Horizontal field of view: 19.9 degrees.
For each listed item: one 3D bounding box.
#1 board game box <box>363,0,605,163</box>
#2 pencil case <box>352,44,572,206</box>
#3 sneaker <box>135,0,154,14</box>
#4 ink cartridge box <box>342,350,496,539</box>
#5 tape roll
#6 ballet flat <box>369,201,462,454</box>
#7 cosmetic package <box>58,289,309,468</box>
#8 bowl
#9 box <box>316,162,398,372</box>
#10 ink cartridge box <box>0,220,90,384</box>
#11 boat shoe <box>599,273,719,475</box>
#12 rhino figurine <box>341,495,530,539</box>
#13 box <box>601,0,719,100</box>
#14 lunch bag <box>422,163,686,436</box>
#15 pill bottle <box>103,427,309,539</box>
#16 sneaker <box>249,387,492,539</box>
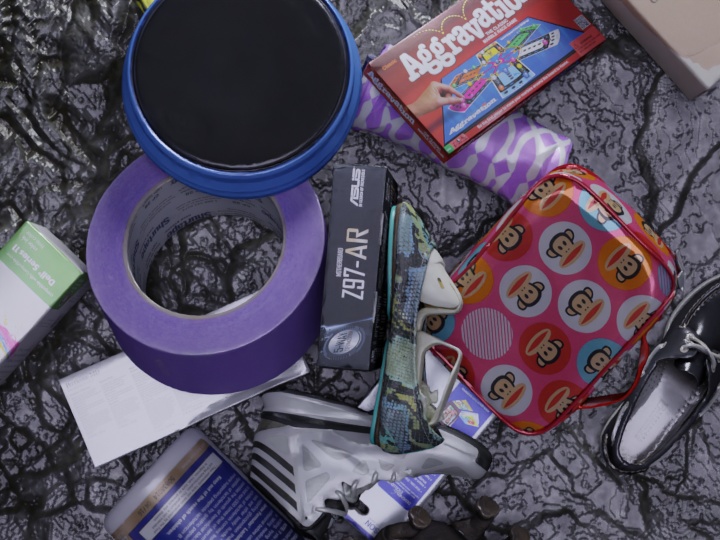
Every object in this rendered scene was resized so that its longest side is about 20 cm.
[{"bbox_3d":[0.106,-0.180,1.719,0.200,0.019,0.103,-37,78,-29],"label":"board game box"},{"bbox_3d":[0.081,-0.114,1.739,0.199,0.084,0.086,27,116,0],"label":"pencil case"},{"bbox_3d":[-0.112,-0.192,1.739,0.084,0.074,0.201,-38,90,-2],"label":"sneaker"},{"bbox_3d":[0.046,0.132,1.754,0.099,0.039,0.200,41,87,0],"label":"ink cartridge box"},{"bbox_3d":[-0.122,-0.006,1.692,0.198,0.085,0.202,-2,64,5],"label":"tape roll"},{"bbox_3d":[0.050,0.047,1.639,0.073,0.074,0.202,4,89,-1],"label":"ballet flat"},{"bbox_3d":[-0.148,0.090,1.743,0.198,0.051,0.083,-23,89,-2],"label":"cosmetic package"},{"bbox_3d":[-0.098,-0.160,1.675,0.198,0.039,0.203,0,73,0],"label":"bowl"},{"bbox_3d":[0.000,0.000,1.673,0.043,0.200,0.162,4,89,4],"label":"box"},{"bbox_3d":[-0.314,0.056,1.707,0.067,0.117,0.200,42,88,1],"label":"ink cartridge box"},{"bbox_3d":[0.274,0.088,1.748,0.074,0.060,0.200,39,88,1],"label":"boat shoe"},{"bbox_3d":[0.039,0.236,1.697,0.198,0.088,0.060,-1,59,-35],"label":"rhino figurine"},{"bbox_3d":[0.255,-0.251,1.747,0.095,0.078,0.200,-44,90,-3],"label":"box"},{"bbox_3d":[0.164,0.032,1.680,0.176,0.082,0.200,44,106,2],"label":"lunch bag"},{"bbox_3d":[-0.108,0.238,1.709,0.200,0.116,0.116,44,88,1],"label":"pill bottle"},{"bbox_3d":[0.004,0.174,1.688,0.198,0.076,0.116,11,77,9],"label":"sneaker"}]
